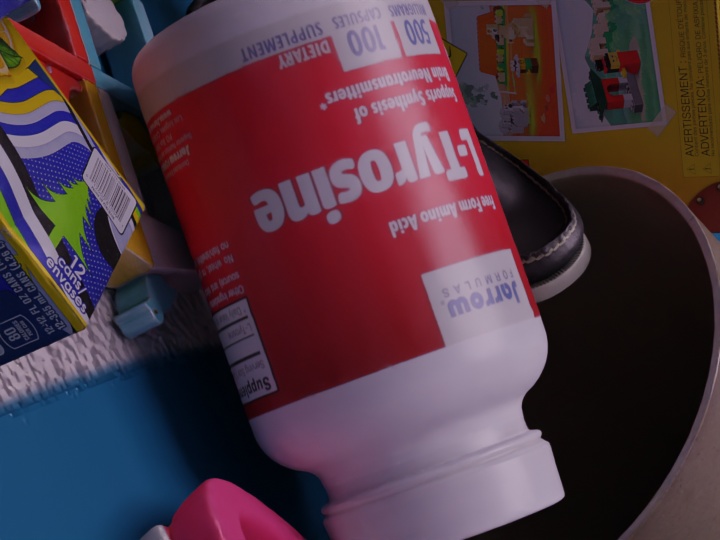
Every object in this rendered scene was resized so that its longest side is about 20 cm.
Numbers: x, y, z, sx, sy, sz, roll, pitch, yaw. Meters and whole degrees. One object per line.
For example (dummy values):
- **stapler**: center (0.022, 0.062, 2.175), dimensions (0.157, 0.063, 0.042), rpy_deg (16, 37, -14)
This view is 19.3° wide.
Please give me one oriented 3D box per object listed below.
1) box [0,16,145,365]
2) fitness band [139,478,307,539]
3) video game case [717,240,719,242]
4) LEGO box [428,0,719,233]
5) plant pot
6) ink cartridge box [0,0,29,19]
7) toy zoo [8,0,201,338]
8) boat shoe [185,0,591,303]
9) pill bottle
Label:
- **box**: center (-0.144, -0.064, 0.559), dimensions (0.201, 0.070, 0.064), rpy_deg (56, 28, -23)
- **fitness band**: center (-0.003, 0.138, 0.654), dimensions (0.144, 0.037, 0.200), rpy_deg (42, 5, -31)
- **video game case**: center (0.170, 0.040, 0.985), dimensions (0.143, 0.018, 0.200), rpy_deg (27, -18, 49)
- **LEGO box**: center (0.086, -0.119, 0.888), dimensions (0.077, 0.148, 0.201), rpy_deg (-48, 134, -61)
- **plant pot**: center (0.129, 0.086, 0.872), dimensions (0.200, 0.187, 0.188), rpy_deg (32, 33, -36)
- **ink cartridge box**: center (-0.075, -0.185, 0.563), dimensions (0.200, 0.040, 0.201), rpy_deg (-47, 128, -47)
- **toy zoo**: center (-0.104, -0.069, 0.769), dimensions (0.131, 0.020, 0.201), rpy_deg (28, 39, -62)
- **boat shoe**: center (0.005, -0.050, 0.842), dimensions (0.200, 0.072, 0.068), rpy_deg (34, -26, 31)
- **pill bottle**: center (0.000, 0.000, 0.760), dimensions (0.201, 0.112, 0.112), rpy_deg (70, 18, 4)
